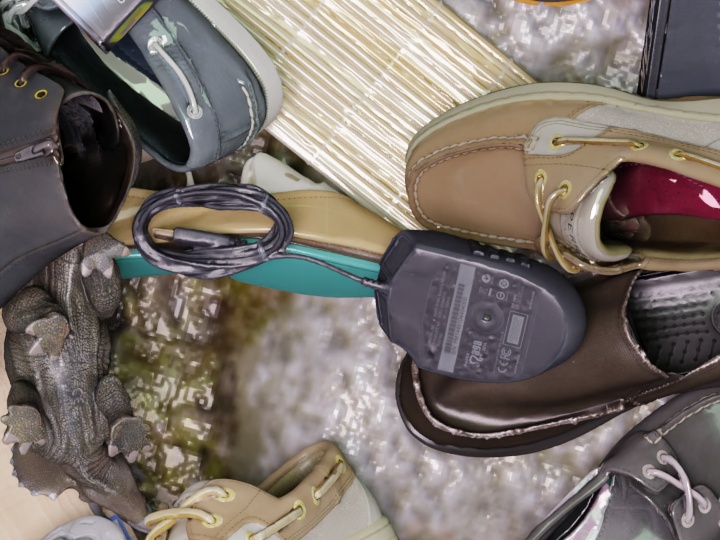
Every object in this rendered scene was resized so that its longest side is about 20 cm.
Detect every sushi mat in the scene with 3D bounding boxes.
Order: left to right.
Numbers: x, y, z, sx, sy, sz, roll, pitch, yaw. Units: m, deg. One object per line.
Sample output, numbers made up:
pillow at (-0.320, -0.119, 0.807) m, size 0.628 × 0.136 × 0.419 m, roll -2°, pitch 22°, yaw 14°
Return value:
sushi mat at (0.006, -0.085, 1.260) m, size 0.200 × 0.012 × 0.096 m, roll 38°, pitch 91°, yaw 0°

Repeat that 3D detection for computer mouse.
computer mouse at (0.000, 0.000, 1.192) m, size 0.199 × 0.034 × 0.059 m, roll 17°, pitch 114°, yaw 4°

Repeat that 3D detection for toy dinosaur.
toy dinosaur at (-0.126, 0.025, 1.181) m, size 0.076 × 0.102 × 0.202 m, roll -9°, pitch 102°, yaw -16°

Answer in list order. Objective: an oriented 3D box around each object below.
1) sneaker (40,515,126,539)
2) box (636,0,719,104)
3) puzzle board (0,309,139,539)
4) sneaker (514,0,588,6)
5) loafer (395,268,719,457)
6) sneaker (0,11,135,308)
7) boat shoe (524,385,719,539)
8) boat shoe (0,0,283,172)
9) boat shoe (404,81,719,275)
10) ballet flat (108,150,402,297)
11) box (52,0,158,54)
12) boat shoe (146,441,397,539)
sneaker at (-0.152, 0.202, 1.218) m, size 0.200 × 0.078 × 0.099 m, roll -38°, pitch 118°, yaw 13°
box at (0.222, -0.094, 1.199) m, size 0.198 × 0.044 × 0.161 m, roll 4°, pitch 131°, yaw 0°
puzzle board at (-0.180, 0.130, 1.261) m, size 0.150 × 0.017 × 0.201 m, roll -29°, pitch 91°, yaw -1°
sneaker at (0.129, -0.159, 1.227) m, size 0.198 × 0.077 × 0.079 m, roll -3°, pitch 92°, yaw 2°
loafer at (0.109, 0.026, 1.221) m, size 0.199 × 0.071 × 0.074 m, roll -17°, pitch 74°, yaw 4°
sneaker at (-0.146, -0.081, 1.147) m, size 0.106 × 0.075 × 0.201 m, roll -26°, pitch 63°, yaw 32°
boat shoe at (0.111, 0.126, 1.238) m, size 0.200 × 0.057 × 0.067 m, roll -42°, pitch 89°, yaw 0°
boat shoe at (-0.124, -0.120, 1.219) m, size 0.200 × 0.073 × 0.062 m, roll 41°, pitch 51°, yaw 3°
boat shoe at (0.105, -0.034, 1.188) m, size 0.199 × 0.067 × 0.074 m, roll -3°, pitch 127°, yaw 25°
ballet flat at (-0.066, -0.026, 1.237) m, size 0.198 × 0.069 × 0.064 m, roll 2°, pitch 73°, yaw -1°
box at (-0.077, -0.202, 1.176) m, size 0.110 × 0.035 × 0.200 m, roll 44°, pitch 88°, yaw 2°
boat shoe at (-0.058, 0.122, 1.175) m, size 0.074 × 0.200 × 0.067 m, roll -26°, pitch 87°, yaw 30°
